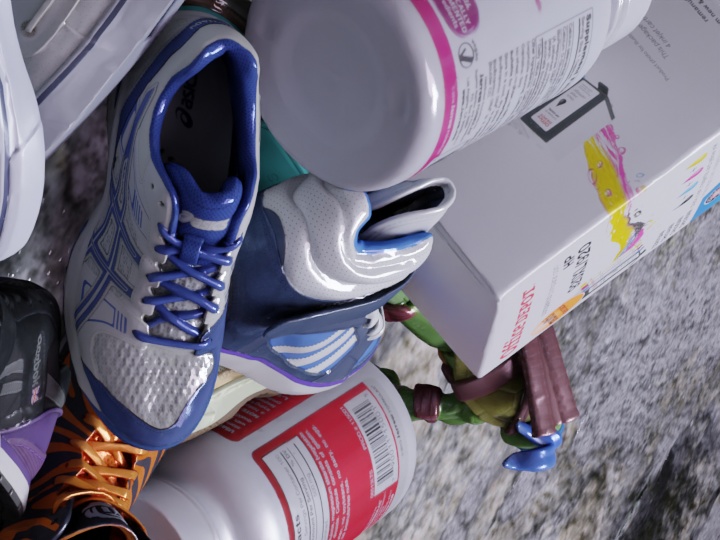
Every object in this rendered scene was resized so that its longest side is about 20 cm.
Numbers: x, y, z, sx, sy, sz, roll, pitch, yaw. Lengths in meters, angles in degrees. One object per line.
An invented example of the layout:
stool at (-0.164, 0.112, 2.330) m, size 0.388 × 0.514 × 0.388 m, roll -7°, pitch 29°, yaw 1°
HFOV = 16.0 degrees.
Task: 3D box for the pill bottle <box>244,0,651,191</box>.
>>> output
pill bottle at (0.048, -0.123, 1.219) m, size 0.200 × 0.113 × 0.114 m, roll -31°, pitch 139°, yaw -44°

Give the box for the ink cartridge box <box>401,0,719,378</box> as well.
ink cartridge box at (0.100, -0.069, 1.376) m, size 0.200 × 0.145 × 0.147 m, roll -36°, pitch 166°, yaw -13°

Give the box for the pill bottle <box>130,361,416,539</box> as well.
pill bottle at (-0.064, 0.121, 1.382) m, size 0.200 × 0.112 × 0.113 m, roll -30°, pitch 138°, yaw -52°

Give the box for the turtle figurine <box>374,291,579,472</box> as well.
turtle figurine at (0.048, 0.016, 1.537) m, size 0.200 × 0.144 × 0.194 m, roll -91°, pitch 156°, yaw -50°

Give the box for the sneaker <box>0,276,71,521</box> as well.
sneaker at (-0.176, 0.027, 1.135) m, size 0.200 × 0.076 × 0.088 m, roll 85°, pitch 27°, yaw -60°

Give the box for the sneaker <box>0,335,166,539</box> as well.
sneaker at (-0.119, 0.099, 1.226) m, size 0.077 × 0.112 × 0.201 m, roll 26°, pitch 82°, yaw -22°

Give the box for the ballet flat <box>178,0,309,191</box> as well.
ballet flat at (-0.059, -0.095, 1.265) m, size 0.200 × 0.067 × 0.064 m, roll 61°, pitch 28°, yaw -54°

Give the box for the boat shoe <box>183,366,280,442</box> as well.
boat shoe at (-0.059, 0.025, 1.363) m, size 0.200 × 0.071 × 0.076 m, roll -32°, pitch 129°, yaw -50°

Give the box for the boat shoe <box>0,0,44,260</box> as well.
boat shoe at (-0.175, -0.088, 1.030) m, size 0.062 × 0.072 × 0.201 m, roll -28°, pitch 128°, yaw -34°

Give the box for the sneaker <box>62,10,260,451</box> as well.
sneaker at (-0.086, -0.016, 1.140) m, size 0.075 × 0.088 × 0.201 m, roll 2°, pitch 95°, yaw -20°

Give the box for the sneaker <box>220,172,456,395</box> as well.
sneaker at (0.000, 0.000, 1.269) m, size 0.200 × 0.146 × 0.081 m, roll 13°, pitch 58°, yaw -59°

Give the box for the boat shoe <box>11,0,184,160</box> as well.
boat shoe at (-0.122, -0.116, 1.096) m, size 0.200 × 0.070 × 0.071 m, roll -49°, pitch -178°, yaw 26°
